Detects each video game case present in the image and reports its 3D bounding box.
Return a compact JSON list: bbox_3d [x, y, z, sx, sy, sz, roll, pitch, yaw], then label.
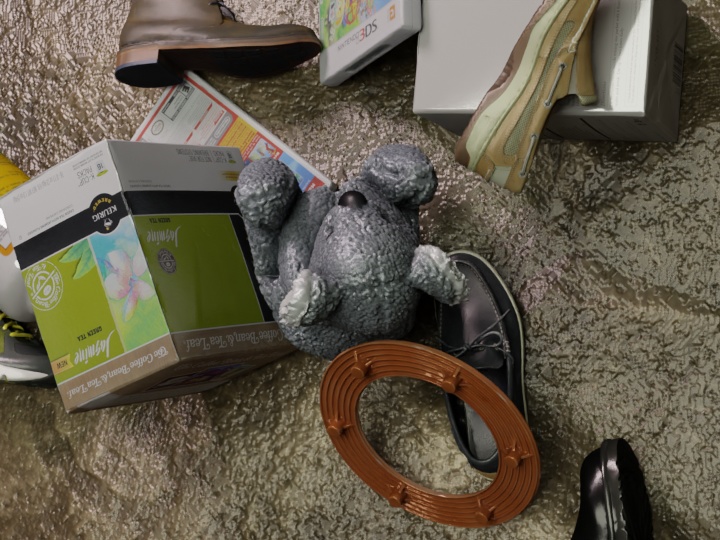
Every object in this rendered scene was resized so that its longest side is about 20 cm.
[{"bbox_3d":[0.004,-0.281,1.571,0.182,0.022,0.201,157,114,-64],"label":"video game case"},{"bbox_3d":[-0.134,-0.078,1.663,0.200,0.017,0.143,39,97,23],"label":"video game case"}]

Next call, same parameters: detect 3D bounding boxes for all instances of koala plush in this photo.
[{"bbox_3d":[0.000,0.000,1.473,0.176,0.200,0.185,-8,100,-12],"label":"koala plush"}]

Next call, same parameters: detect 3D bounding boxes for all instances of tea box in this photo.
[{"bbox_3d":[-0.175,0.004,1.548,0.133,0.200,0.198,-25,79,28],"label":"tea box"}]

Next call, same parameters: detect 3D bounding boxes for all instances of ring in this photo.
[{"bbox_3d":[0.053,0.140,1.475,0.200,0.201,0.019,14,44,24],"label":"ring"}]

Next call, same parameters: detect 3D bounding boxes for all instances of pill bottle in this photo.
[{"bbox_3d":[-0.319,-0.022,1.681,0.200,0.111,0.111,39,97,23],"label":"pill bottle"}]

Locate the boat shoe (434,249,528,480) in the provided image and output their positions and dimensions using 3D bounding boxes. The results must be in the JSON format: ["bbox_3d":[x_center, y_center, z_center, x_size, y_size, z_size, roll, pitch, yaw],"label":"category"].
[{"bbox_3d":[0.099,0.077,1.517,0.074,0.062,0.201,-14,75,22],"label":"boat shoe"}]

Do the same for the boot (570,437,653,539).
[{"bbox_3d":[0.152,0.244,1.457,0.157,0.079,0.212,-4,81,22],"label":"boot"}]

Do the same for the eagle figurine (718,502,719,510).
[{"bbox_3d":[0.348,0.186,1.361,0.150,0.152,0.201,0,76,2],"label":"eagle figurine"}]

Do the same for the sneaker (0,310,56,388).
[{"bbox_3d":[-0.357,0.054,1.705,0.199,0.074,0.085,17,88,24],"label":"sneaker"}]

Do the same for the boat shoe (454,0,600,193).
[{"bbox_3d":[0.154,-0.154,1.404,0.076,0.072,0.201,32,104,8],"label":"boat shoe"}]

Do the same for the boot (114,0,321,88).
[{"bbox_3d":[-0.132,-0.230,1.652,0.199,0.075,0.097,-4,71,15],"label":"boot"}]

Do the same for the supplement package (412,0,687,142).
[{"bbox_3d":[0.159,-0.177,1.499,0.199,0.120,0.122,4,85,23],"label":"supplement package"}]
